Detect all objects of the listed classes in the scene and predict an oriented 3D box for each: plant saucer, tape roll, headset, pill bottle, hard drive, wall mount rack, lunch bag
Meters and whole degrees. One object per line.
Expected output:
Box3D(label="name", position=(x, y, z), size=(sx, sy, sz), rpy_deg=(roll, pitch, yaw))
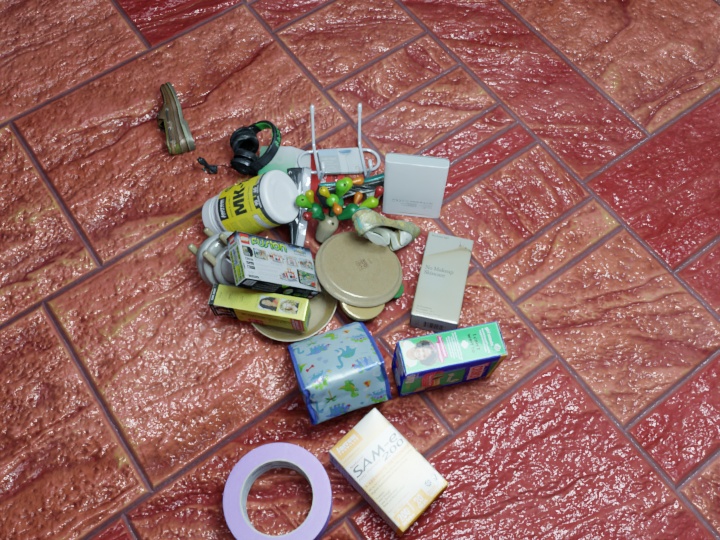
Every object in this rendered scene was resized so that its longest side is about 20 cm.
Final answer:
Box3D(label="plant saucer", position=(-0.147, 0.063, 1.543), size=(0.199, 0.035, 0.201), rpy_deg=(0, 63, 0))
Box3D(label="tape roll", position=(-0.152, 0.428, 1.348), size=(0.199, 0.066, 0.201), rpy_deg=(0, 64, -1))
Box3D(label="headset", position=(-0.274, -0.275, 1.652), size=(0.199, 0.094, 0.124), rpy_deg=(-25, 53, 25))
Box3D(label="pill bottle", position=(-0.238, -0.135, 1.554), size=(0.199, 0.114, 0.115), rpy_deg=(-15, 58, 34))
Box3D(label="hard drive", position=(0.116, -0.180, 1.572), size=(0.131, 0.200, 0.026), rpy_deg=(6, 63, 3))
Box3D(label="wall mount rack", position=(-0.048, -0.295, 1.681), size=(0.199, 0.075, 0.175), rpy_deg=(-5, 67, -16))
Box3D(label="lunch bag", position=(-0.048, 0.188, 1.436), size=(0.169, 0.128, 0.200), rpy_deg=(-17, 36, -9))

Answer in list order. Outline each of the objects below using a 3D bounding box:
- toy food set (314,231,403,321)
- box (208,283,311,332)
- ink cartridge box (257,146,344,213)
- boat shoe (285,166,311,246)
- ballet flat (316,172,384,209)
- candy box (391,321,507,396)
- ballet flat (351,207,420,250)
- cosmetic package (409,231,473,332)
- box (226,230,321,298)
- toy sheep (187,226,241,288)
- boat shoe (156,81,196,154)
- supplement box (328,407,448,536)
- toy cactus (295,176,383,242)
Box3D(label="toy food set", position=(0.000, 0.000, 1.548), size=(0.200, 0.049, 0.198), rpy_deg=(40, 55, 13))
Box3D(label="box", position=(-0.203, 0.076, 1.478), size=(0.199, 0.075, 0.050), rpy_deg=(9, 66, 4))
Box3D(label="ink cartridge box", position=(-0.138, -0.209, 1.672), size=(0.199, 0.050, 0.162), rpy_deg=(0, 64, 2))
Box3D(label="boat shoe", position=(-0.147, -0.130, 1.592), size=(0.066, 0.070, 0.201), rpy_deg=(5, 92, -4))
Box3D(label="ballet flat", position=(-0.002, -0.179, 1.646), size=(0.199, 0.068, 0.069), rpy_deg=(-11, 104, -7))
Box3D(label="candy box", position=(0.169, 0.175, 1.415), size=(0.199, 0.169, 0.077), rpy_deg=(-12, 68, -6))
Box3D(label="ballet flat", position=(0.060, -0.078, 1.549), size=(0.070, 0.200, 0.071), rpy_deg=(-15, 68, 41))
Box3D(label="cosmetic package", position=(0.173, 0.028, 1.542), size=(0.103, 0.073, 0.201), rpy_deg=(11, 65, 5))
Box3D(label="box", position=(-0.173, -0.009, 1.468), size=(0.199, 0.035, 0.110), rpy_deg=(13, 51, -45))
Box3D(label="toy sheep", position=(-0.281, -0.020, 1.517), size=(0.138, 0.138, 0.200), rpy_deg=(-36, 28, -16))
Box3D(label="boat shoe", position=(-0.457, -0.367, 1.735), size=(0.068, 0.072, 0.201), rpy_deg=(-20, 65, -11))
Box3D(label="supplement box", position=(0.051, 0.379, 1.367), size=(0.126, 0.074, 0.200), rpy_deg=(-41, 70, -19))
Box3D(label="toy cactus", position=(-0.052, -0.123, 1.559), size=(0.199, 0.165, 0.102), rpy_deg=(-13, 54, -36))
